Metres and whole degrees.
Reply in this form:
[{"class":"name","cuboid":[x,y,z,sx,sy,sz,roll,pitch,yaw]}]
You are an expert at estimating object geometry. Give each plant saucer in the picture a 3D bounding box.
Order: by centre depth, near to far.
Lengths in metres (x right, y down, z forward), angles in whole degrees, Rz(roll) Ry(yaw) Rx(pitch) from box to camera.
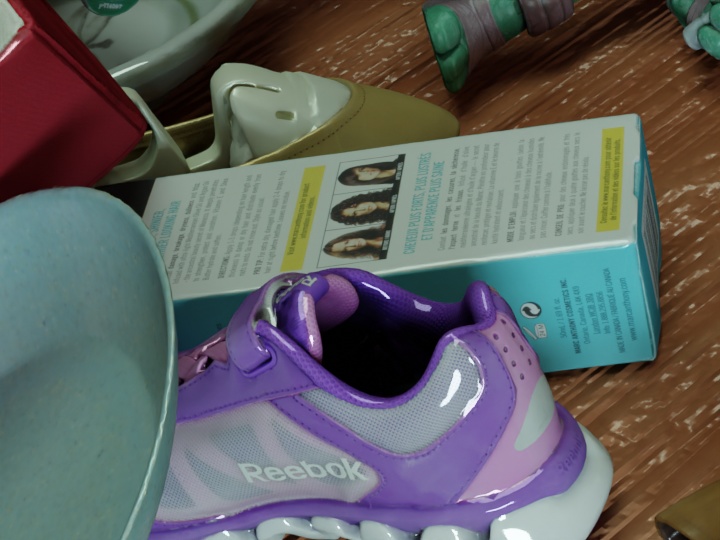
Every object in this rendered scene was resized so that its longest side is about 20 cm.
[{"class":"plant saucer","cuboid":[-0.113,0.072,0.708,0.200,0.039,0.202,-28,45,32]},{"class":"plant saucer","cuboid":[-0.129,-0.099,1.012,0.199,0.050,0.201,-11,32,7]}]

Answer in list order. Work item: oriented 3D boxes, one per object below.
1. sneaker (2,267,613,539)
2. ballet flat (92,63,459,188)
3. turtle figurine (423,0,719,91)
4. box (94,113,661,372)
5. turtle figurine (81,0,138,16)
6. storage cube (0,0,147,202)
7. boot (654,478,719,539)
[{"class":"sneaker","cuboid":[-0.025,0.039,0.728,0.199,0.089,0.081,-1,37,25]},{"class":"ballet flat","cuboid":[-0.061,-0.042,0.885,0.199,0.063,0.069,-18,27,-5]},{"class":"turtle figurine","cuboid":[0.115,-0.145,0.927,0.199,0.151,0.101,-16,-12,3]},{"class":"box","cuboid":[0.000,0.000,0.811,0.199,0.049,0.082,-7,33,13]},{"class":"turtle figurine","cuboid":[-0.166,-0.170,0.999,0.149,0.101,0.200,-29,47,-10]},{"class":"storage cube","cuboid":[-0.199,-0.068,0.778,0.200,0.171,0.180,-40,-8,1]},{"class":"boot","cuboid":[0.175,0.035,0.697,0.199,0.069,0.188,-31,42,-9]}]
